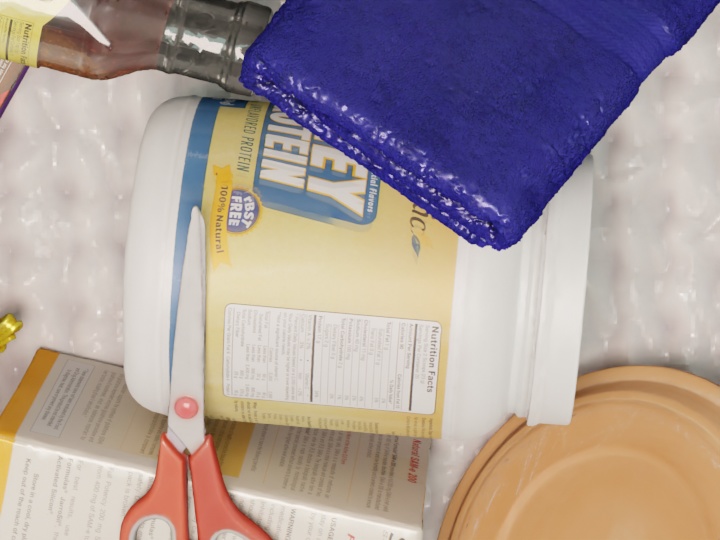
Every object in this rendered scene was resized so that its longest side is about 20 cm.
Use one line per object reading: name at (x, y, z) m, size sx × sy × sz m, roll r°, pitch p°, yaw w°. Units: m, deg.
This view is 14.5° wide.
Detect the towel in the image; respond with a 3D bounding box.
towel at (0.059, -0.109, 1.221) m, size 0.147 × 0.050 × 0.200 m, roll 34°, pitch 61°, yaw 13°

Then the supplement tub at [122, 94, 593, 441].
supplement tub at (0.000, 0.000, 1.267) m, size 0.199 × 0.145 × 0.145 m, roll 5°, pitch 105°, yaw 2°

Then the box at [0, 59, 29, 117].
box at (-0.199, -0.148, 1.294) m, size 0.137 × 0.039 × 0.200 m, roll 30°, pitch 105°, yaw -4°

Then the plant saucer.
plant saucer at (0.115, 0.140, 1.288) m, size 0.200 × 0.032 × 0.201 m, roll -14°, pitch 65°, yaw 32°

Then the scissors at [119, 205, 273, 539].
scissors at (-0.081, 0.070, 1.217) m, size 0.073 × 0.014 × 0.201 m, roll -8°, pitch 113°, yaw 9°

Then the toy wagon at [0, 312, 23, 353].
toy wagon at (-0.240, -0.022, 1.301) m, size 0.200 × 0.040 × 0.155 m, roll 44°, pitch 126°, yaw -15°

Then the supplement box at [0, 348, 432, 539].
supplement box at (-0.071, 0.108, 1.310) m, size 0.199 × 0.126 × 0.074 m, roll 13°, pitch 106°, yaw 1°

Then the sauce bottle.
sauce bottle at (-0.138, -0.121, 1.247) m, size 0.199 × 0.066 × 0.066 m, roll 13°, pitch 105°, yaw -3°
